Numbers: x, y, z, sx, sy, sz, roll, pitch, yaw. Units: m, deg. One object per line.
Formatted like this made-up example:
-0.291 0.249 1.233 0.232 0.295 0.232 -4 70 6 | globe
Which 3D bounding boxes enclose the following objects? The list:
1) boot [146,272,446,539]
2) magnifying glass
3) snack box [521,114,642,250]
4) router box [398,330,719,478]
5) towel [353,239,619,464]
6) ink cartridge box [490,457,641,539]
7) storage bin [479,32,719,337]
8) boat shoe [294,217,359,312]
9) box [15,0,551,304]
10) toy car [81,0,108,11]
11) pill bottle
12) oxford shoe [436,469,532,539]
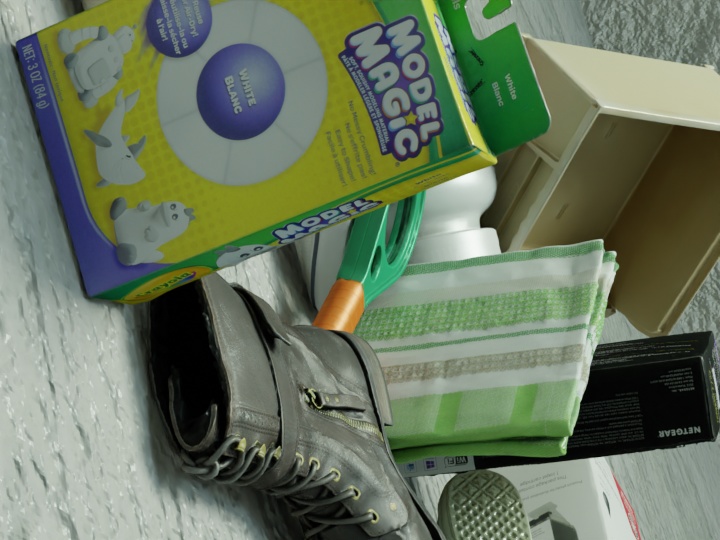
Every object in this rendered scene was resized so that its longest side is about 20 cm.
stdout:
-0.033 0.092 0.821 0.174 0.069 0.201 27 40 -63 | boot
0.000 0.000 1.006 0.201 0.022 0.080 -65 160 -47 | magnifying glass
0.127 -0.034 1.355 0.068 0.168 0.200 55 3 38 | snack box
0.105 0.076 1.052 0.149 0.198 0.052 -14 96 -76 | router box
0.057 0.047 0.989 0.200 0.148 0.031 -64 143 -59 | towel
0.159 0.231 1.293 0.147 0.082 0.201 56 19 -47 | ink cartridge box
0.155 -0.045 1.233 0.199 0.199 0.094 2 37 -41 | storage bin
-0.027 -0.073 1.029 0.071 0.069 0.202 -45 139 -63 | boat shoe
-0.032 -0.073 0.743 0.048 0.199 0.118 17 54 -73 | box
-0.019 -0.146 0.886 0.177 0.199 0.186 25 47 -66 | toy car
0.023 -0.081 1.146 0.110 0.109 0.202 9 66 -74 | pill bottle
0.073 0.207 1.051 0.201 0.075 0.058 -94 -165 -45 | oxford shoe
